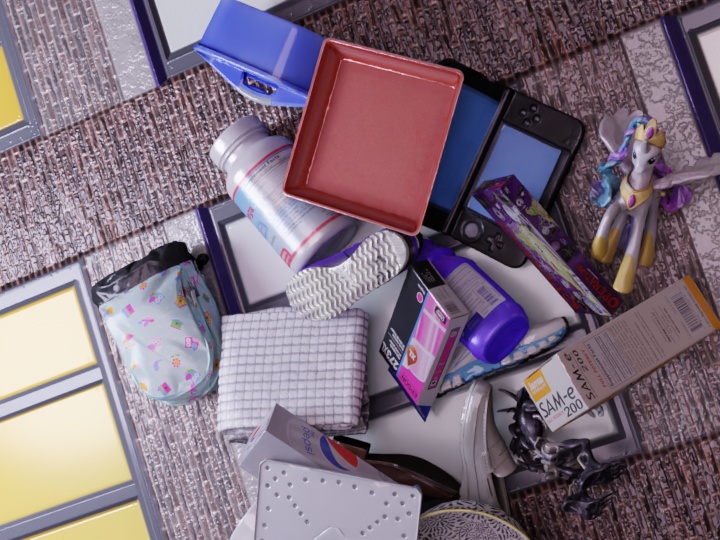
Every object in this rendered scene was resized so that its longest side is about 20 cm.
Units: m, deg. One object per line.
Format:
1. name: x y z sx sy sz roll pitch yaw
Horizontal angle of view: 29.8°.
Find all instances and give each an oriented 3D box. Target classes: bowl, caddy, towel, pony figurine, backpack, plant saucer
1. bowl: 0.130 0.347 1.629 0.198 0.094 0.203 4 115 8
2. caddy: -0.117 -0.266 1.730 0.198 0.141 0.106 24 94 17
3. towel: -0.081 0.133 1.729 0.197 0.086 0.168 -5 65 14
4. pony figurine: 0.334 -0.097 1.575 0.165 0.193 0.202 20 115 20
5. backpack: -0.258 0.081 1.784 0.166 0.126 0.202 -28 85 13
6. plant saucer: 0.018 -0.162 1.635 0.198 0.037 0.202 18 94 26

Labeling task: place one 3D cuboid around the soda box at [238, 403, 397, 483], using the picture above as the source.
1. soda box: -0.045 0.251 1.644 0.199 0.064 0.068 34 118 -7

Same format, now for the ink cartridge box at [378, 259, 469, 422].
1. ink cartridge box: 0.071 0.091 1.655 0.095 0.037 0.201 53 144 33

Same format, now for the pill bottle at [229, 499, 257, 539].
1. pill bottle: -0.059 0.363 1.673 0.199 0.109 0.110 37 101 8

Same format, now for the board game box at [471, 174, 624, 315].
1. board game box: 0.220 -0.028 1.600 0.032 0.120 0.200 -43 97 -4

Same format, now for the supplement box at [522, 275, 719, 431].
1. supplement box: 0.299 0.097 1.556 0.199 0.126 0.074 -28 79 -18

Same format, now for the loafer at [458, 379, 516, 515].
1. loafer: 0.159 0.231 1.665 0.069 0.070 0.203 4 110 18

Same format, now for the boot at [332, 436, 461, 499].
1. boot: 0.021 0.332 1.729 0.184 0.064 0.203 17 98 17

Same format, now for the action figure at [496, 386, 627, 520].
1. action figure: 0.243 0.208 1.634 0.200 0.101 0.120 -128 38 -50

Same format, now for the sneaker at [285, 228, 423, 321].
1. sneaker: 0.000 0.000 1.684 0.199 0.099 0.070 -26 93 33

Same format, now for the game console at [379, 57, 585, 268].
1. game console: 0.150 -0.128 1.652 0.175 0.116 0.202 28 99 25

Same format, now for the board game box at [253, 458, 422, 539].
1. board game box: -0.030 0.331 1.587 0.197 0.026 0.203 8 101 15

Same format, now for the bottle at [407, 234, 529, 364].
1. bottle: 0.120 0.028 1.659 0.084 0.065 0.200 -47 51 2

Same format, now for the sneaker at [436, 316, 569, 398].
1. sneaker: 0.160 0.085 1.677 0.198 0.075 0.088 -23 77 16

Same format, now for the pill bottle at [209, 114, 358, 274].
1. pill bottle: -0.102 -0.100 1.742 0.109 0.109 0.200 -44 77 13
